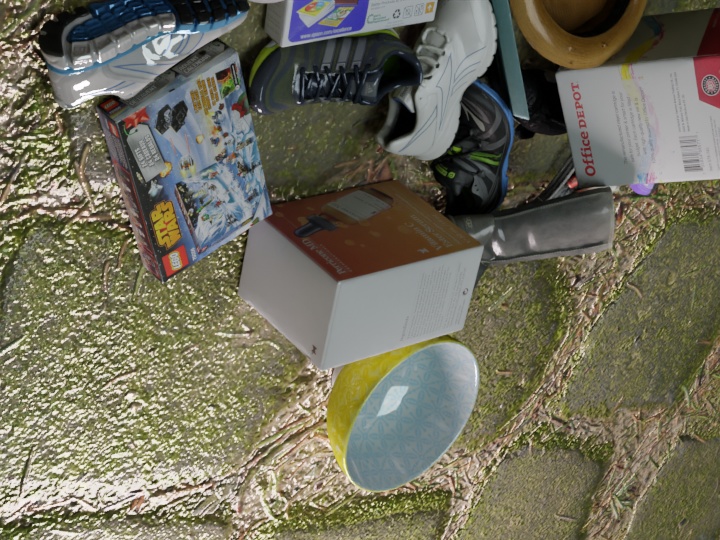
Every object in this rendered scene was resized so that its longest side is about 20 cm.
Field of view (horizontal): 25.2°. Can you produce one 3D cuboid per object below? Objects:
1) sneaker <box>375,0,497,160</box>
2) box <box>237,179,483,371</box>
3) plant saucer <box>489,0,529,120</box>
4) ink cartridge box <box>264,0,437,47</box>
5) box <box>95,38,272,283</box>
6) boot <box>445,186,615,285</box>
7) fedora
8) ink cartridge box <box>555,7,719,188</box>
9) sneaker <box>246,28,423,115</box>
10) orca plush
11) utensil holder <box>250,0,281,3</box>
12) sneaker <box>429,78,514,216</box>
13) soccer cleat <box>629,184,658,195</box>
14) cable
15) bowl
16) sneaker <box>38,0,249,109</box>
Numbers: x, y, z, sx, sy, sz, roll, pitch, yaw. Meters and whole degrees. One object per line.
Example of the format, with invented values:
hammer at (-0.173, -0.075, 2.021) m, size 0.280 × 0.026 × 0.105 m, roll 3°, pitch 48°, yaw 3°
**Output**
sneaker at (0.077, -0.201, 1.641) m, size 0.087 × 0.074 × 0.202 m, roll -12°, pitch 126°, yaw -51°
box at (0.000, 0.000, 1.666) m, size 0.199 × 0.152 × 0.107 m, roll -14°, pitch 130°, yaw -38°
plant saucer at (0.144, -0.255, 1.661) m, size 0.019 × 0.070 × 0.202 m, roll -14°, pitch 123°, yaw 0°
ink cartridge box at (0.007, -0.320, 1.510) m, size 0.197 × 0.043 × 0.202 m, roll -16°, pitch 131°, yaw -37°
box at (-0.161, -0.101, 1.514) m, size 0.136 × 0.040 × 0.201 m, roll -34°, pitch 138°, yaw -24°
boot at (0.183, -0.024, 1.814) m, size 0.198 × 0.073 × 0.182 m, roll -14°, pitch 155°, yaw -8°
fedora at (0.213, -0.310, 1.677) m, size 0.199 × 0.082 × 0.203 m, roll -10°, pitch 108°, yaw -32°
ink cartridge box at (0.332, -0.190, 1.763) m, size 0.145 × 0.198 × 0.147 m, roll -57°, pitch 139°, yaw -53°
sneaker at (-0.023, -0.191, 1.549) m, size 0.199 × 0.081 × 0.075 m, roll -23°, pitch 133°, yaw -33°
orca plush at (0.212, -0.193, 1.793) m, size 0.105 × 0.071 × 0.200 m, roll -50°, pitch 142°, yaw -2°
utensil holder at (-0.125, -0.318, 1.284) m, size 0.199 × 0.170 × 0.171 m, roll 14°, pitch 109°, yaw -52°
sneaker at (0.118, -0.127, 1.751) m, size 0.082 × 0.071 × 0.201 m, roll -36°, pitch 143°, yaw -28°
soccer cleat at (0.323, -0.170, 1.937) m, size 0.072 × 0.068 × 0.201 m, roll -21°, pitch 133°, yaw -14°
cable at (0.236, -0.082, 1.920) m, size 0.199 × 0.050 × 0.098 m, roll -37°, pitch 146°, yaw -19°
bowl at (0.028, 0.139, 1.839) m, size 0.199 × 0.107 × 0.202 m, roll -27°, pitch 136°, yaw -29°
sneaker at (-0.188, -0.196, 1.402) m, size 0.198 × 0.075 × 0.087 m, roll -22°, pitch 144°, yaw -25°
